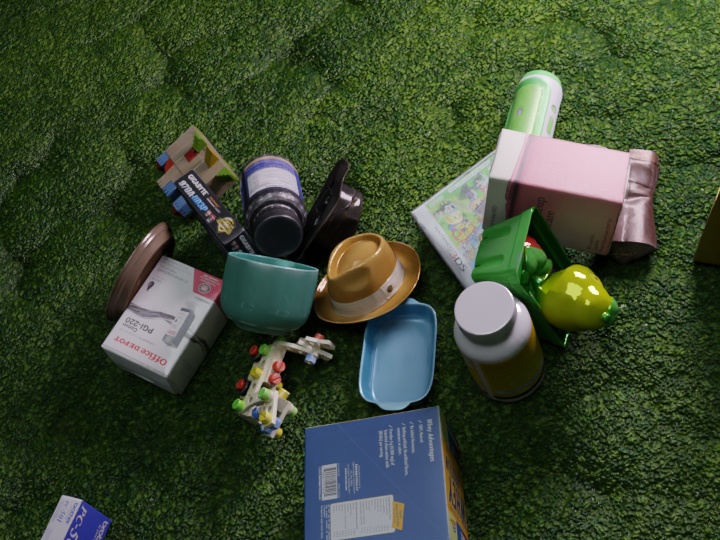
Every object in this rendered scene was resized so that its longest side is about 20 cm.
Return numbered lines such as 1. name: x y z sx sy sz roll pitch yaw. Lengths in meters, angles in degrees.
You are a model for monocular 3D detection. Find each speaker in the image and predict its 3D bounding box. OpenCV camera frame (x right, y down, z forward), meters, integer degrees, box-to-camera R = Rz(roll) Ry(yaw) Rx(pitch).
1. speaker: 0.299 -0.253 1.647 0.088 0.089 0.200 5 59 23

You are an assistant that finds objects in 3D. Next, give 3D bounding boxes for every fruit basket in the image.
1. fruit basket: 0.289 0.019 1.387 0.215 0.216 0.156 5 58 23

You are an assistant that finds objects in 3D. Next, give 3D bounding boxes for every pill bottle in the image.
1. pill bottle: -0.155 -0.115 1.671 0.112 0.112 0.200 -22 37 5
2. pill bottle: 0.199 0.102 1.363 0.112 0.200 0.113 -10 56 15

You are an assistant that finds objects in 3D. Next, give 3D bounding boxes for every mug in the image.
1. mug: -0.141 0.042 1.550 0.152 0.185 0.115 16 96 48

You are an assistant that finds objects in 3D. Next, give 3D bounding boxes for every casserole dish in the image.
1. casserole dish: 0.064 0.138 1.493 0.121 0.039 0.200 -5 55 18

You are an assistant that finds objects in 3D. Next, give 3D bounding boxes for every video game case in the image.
1. video game case: 0.213 -0.080 1.532 0.200 0.022 0.182 -36 80 3

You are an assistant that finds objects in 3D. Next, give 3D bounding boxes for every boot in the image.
1. boot: 0.391 -0.106 1.532 0.186 0.064 0.201 1 62 23

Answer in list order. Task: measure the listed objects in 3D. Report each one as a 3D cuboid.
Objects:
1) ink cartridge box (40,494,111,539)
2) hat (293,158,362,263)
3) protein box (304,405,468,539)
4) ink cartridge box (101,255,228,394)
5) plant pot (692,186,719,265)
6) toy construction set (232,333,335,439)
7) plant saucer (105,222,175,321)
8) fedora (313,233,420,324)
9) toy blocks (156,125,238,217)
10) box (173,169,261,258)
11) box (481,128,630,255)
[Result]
1. ink cartridge box: -0.459 0.455 1.430 0.044 0.094 0.200 7 60 24
2. hat: -0.044 -0.092 1.655 0.081 0.201 0.201 26 60 -16
3. protein box: 0.036 0.320 1.315 0.199 0.135 0.199 -11 54 13
4. ink cartridge box: -0.328 0.093 1.627 0.145 0.085 0.200 21 68 20
5. plant pot: 0.619 -0.112 1.374 0.176 0.200 0.200 21 65 18
6. toy construction set: -0.131 0.172 1.504 0.131 0.092 0.200 -11 36 49
7. plant saucer: -0.384 0.007 1.664 0.029 0.200 0.200 29 67 2
8. fedora: 0.000 0.000 1.557 0.200 0.082 0.201 -17 37 13
9. toy blocks: -0.333 -0.186 1.837 0.137 0.100 0.200 -42 53 3
10. box: -0.241 -0.069 1.670 0.046 0.159 0.200 -38 52 -8
11. box: 0.295 -0.119 1.429 0.199 0.128 0.109 12 55 11
